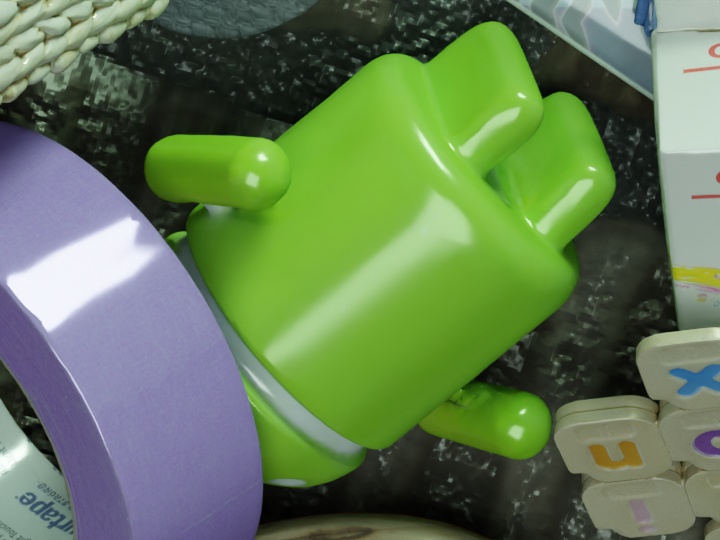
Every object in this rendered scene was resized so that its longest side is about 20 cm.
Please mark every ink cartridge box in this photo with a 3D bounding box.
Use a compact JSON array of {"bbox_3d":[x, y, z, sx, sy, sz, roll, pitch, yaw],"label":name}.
[{"bbox_3d":[0.167,-0.029,1.021,0.117,0.067,0.200,-5,137,9],"label":"ink cartridge box"}]

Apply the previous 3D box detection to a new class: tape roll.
[{"bbox_3d":[-0.128,0.047,1.053,0.200,0.066,0.200,29,135,33],"label":"tape roll"}]

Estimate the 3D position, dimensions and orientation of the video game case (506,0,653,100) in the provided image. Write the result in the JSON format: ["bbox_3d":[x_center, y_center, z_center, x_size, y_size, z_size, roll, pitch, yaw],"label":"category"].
[{"bbox_3d":[0.171,-0.140,1.055,0.182,0.023,0.200,33,107,-7],"label":"video game case"}]

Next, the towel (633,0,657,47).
[{"bbox_3d":[0.189,-0.163,1.024,0.144,0.024,0.200,11,107,-1],"label":"towel"}]

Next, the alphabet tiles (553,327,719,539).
[{"bbox_3d":[0.177,0.064,1.060,0.200,0.015,0.196,-8,147,14],"label":"alphabet tiles"}]

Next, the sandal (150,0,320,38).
[{"bbox_3d":[-0.011,-0.168,1.054,0.076,0.043,0.200,36,99,-16],"label":"sandal"}]

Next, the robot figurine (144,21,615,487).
[{"bbox_3d":[0.000,0.000,1.063,0.200,0.116,0.175,-39,120,14],"label":"robot figurine"}]

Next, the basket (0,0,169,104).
[{"bbox_3d":[-0.173,-0.157,0.963,0.200,0.198,0.161,12,114,19],"label":"basket"}]

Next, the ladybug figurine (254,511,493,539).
[{"bbox_3d":[-0.003,0.155,1.136,0.200,0.072,0.136,-2,109,5],"label":"ladybug figurine"}]
